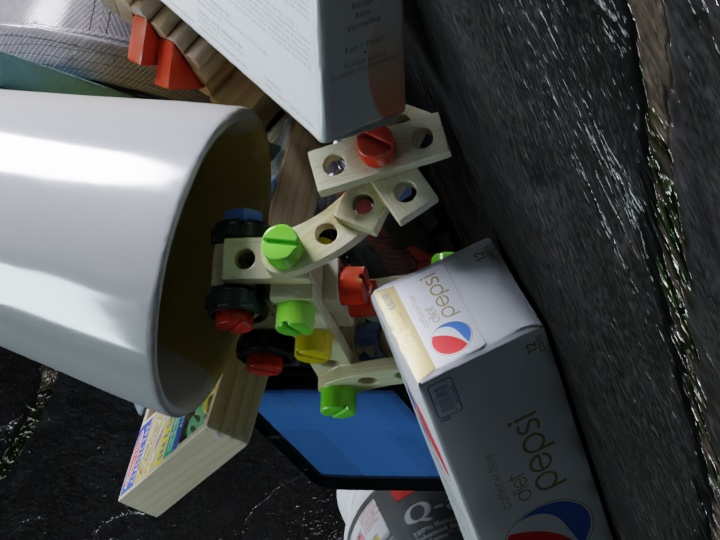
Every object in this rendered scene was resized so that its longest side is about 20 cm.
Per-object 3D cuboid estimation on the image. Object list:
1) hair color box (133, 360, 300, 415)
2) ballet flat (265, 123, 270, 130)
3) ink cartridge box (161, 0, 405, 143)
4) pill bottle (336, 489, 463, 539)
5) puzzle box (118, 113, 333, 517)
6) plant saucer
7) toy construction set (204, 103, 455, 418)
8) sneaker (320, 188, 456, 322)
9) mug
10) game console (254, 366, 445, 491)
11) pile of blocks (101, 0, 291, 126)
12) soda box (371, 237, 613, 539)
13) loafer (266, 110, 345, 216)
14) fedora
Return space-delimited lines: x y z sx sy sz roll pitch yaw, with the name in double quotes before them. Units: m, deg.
"hair color box" -0.109 -0.028 1.576 0.061 0.099 0.201 116 135 -61
"ballet flat" -0.087 -0.174 1.591 0.066 0.057 0.201 8 113 62
"ink cartridge box" -0.043 -0.177 1.171 0.162 0.050 0.201 42 143 42
"pill bottle" 0.055 0.190 1.775 0.200 0.116 0.116 -120 7 -56
"puzzle box" -0.069 0.020 1.454 0.133 0.025 0.201 -42 28 57
"plant saucer" -0.138 -0.079 1.396 0.070 0.200 0.019 -5 71 52
"toy construction set" 0.001 0.006 1.295 0.200 0.131 0.092 74 -161 -53
"sneaker" 0.000 0.000 1.457 0.201 0.098 0.071 80 167 -71
"mug" -0.136 -0.013 1.335 0.187 0.153 0.150 66 -141 -67
"game console" 0.027 0.129 1.523 0.171 0.118 0.200 64 -173 29
"pile of blocks" -0.093 -0.132 1.319 0.200 0.062 0.082 44 163 -10
"soda box" 0.067 0.083 1.287 0.068 0.064 0.200 -118 6 -46
"loafer" -0.039 -0.089 1.635 0.073 0.072 0.200 69 176 -57
"fedora" -0.134 -0.123 1.458 0.200 0.176 0.091 79 -158 -79
